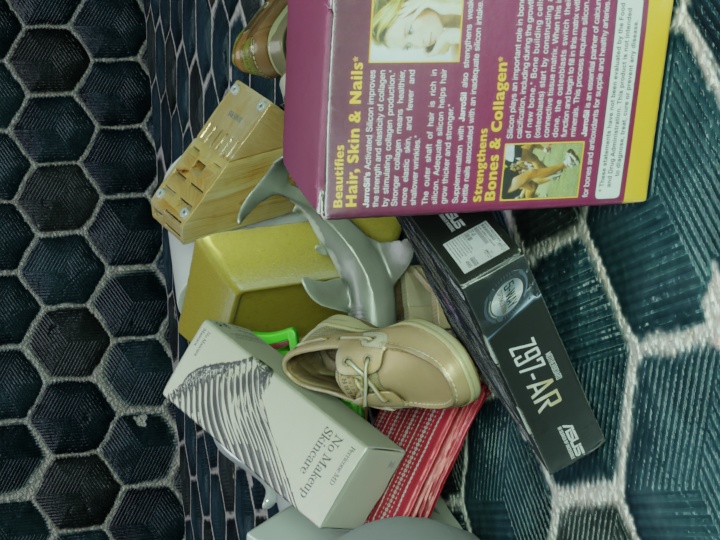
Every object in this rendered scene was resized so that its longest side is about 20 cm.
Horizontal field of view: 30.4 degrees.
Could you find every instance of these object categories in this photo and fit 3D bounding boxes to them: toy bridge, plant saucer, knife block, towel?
[{"bbox_3d":[0.050,0.029,1.156,0.200,0.027,0.068,145,122,-72],"label":"toy bridge"},{"bbox_3d":[-0.065,0.023,1.260,0.200,0.199,0.049,114,144,-60],"label":"plant saucer"},{"bbox_3d":[-0.073,-0.087,1.231,0.200,0.175,0.064,-54,44,1],"label":"knife block"},{"bbox_3d":[0.040,0.150,1.111,0.145,0.022,0.200,-63,12,-9],"label":"towel"}]

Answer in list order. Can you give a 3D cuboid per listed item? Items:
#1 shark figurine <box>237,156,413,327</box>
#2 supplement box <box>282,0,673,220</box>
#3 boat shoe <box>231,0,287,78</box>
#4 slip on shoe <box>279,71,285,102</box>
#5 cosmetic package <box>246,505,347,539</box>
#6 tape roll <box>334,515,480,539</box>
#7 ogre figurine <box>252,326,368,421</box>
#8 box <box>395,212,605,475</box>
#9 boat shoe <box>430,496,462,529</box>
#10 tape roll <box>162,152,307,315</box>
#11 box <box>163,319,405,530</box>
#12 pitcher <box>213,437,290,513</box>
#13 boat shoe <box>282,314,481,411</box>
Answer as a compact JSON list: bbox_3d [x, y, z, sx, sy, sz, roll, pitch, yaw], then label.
[{"bbox_3d":[-0.004,-0.022,1.127,0.089,0.128,0.215,-21,109,35],"label":"shark figurine"},{"bbox_3d":[0.062,-0.109,0.756,0.103,0.199,0.132,-125,36,-62],"label":"supplement box"},{"bbox_3d":[-0.046,-0.242,1.179,0.068,0.200,0.072,3,127,34],"label":"boat shoe"},{"bbox_3d":[-0.012,-0.169,1.122,0.200,0.076,0.061,-6,-91,-65],"label":"slip on shoe"},{"bbox_3d":[-0.008,0.297,1.158,0.199,0.071,0.102,23,121,33],"label":"cosmetic package"},{"bbox_3d":[0.036,0.280,0.937,0.066,0.199,0.202,-158,65,-73],"label":"tape roll"},{"bbox_3d":[-0.047,0.102,1.233,0.200,0.119,0.099,-74,-13,-58],"label":"ogre figurine"},{"bbox_3d":[0.080,0.017,0.879,0.161,0.043,0.200,62,179,-30],"label":"box"},{"bbox_3d":[0.040,0.229,1.111,0.069,0.072,0.200,-58,24,9],"label":"boat shoe"},{"bbox_3d":[-0.096,-0.037,1.356,0.203,0.201,0.140,114,148,-60],"label":"tape roll"},{"bbox_3d":[-0.066,0.126,1.099,0.200,0.068,0.082,33,96,32],"label":"box"},{"bbox_3d":[-0.054,0.193,1.306,0.122,0.171,0.201,76,178,-46],"label":"pitcher"},{"bbox_3d":[0.013,0.079,1.011,0.200,0.064,0.072,2,117,56],"label":"boat shoe"}]
